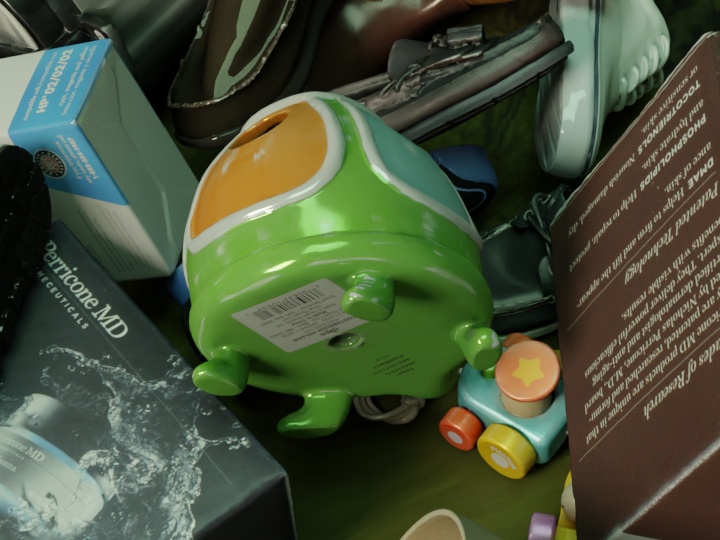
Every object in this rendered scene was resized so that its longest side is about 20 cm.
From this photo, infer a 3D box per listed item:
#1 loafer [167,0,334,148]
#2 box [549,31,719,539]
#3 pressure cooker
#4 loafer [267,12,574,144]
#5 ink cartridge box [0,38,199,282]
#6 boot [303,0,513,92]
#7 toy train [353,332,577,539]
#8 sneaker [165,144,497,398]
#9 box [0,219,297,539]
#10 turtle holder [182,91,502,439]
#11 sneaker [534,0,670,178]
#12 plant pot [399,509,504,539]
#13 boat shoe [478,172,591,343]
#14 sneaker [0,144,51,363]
[{"bbox_3d":[-0.060,-0.153,0.982,0.073,0.071,0.200,-1,51,34],"label":"loafer"},{"bbox_3d":[0.202,0.029,0.828,0.166,0.164,0.200,13,52,-20],"label":"box"},{"bbox_3d":[-0.181,-0.162,1.013,0.179,0.176,0.200,43,64,-3],"label":"pressure cooker"},{"bbox_3d":[0.016,-0.095,0.956,0.200,0.072,0.063,-27,94,19],"label":"loafer"},{"bbox_3d":[-0.201,-0.046,0.939,0.199,0.115,0.068,-7,45,23],"label":"ink cartridge box"},{"bbox_3d":[0.059,-0.153,1.021,0.200,0.069,0.188,-2,38,32],"label":"boot"},{"bbox_3d":[0.069,0.110,0.874,0.150,0.056,0.200,-13,55,-6],"label":"toy train"},{"bbox_3d":[-0.003,0.001,0.956,0.200,0.070,0.078,-25,73,-16],"label":"sneaker"},{"bbox_3d":[-0.165,0.115,0.848,0.200,0.118,0.197,-34,59,-21],"label":"box"},{"bbox_3d":[0.003,-0.006,0.839,0.185,0.141,0.132,9,57,-30],"label":"turtle holder"},{"bbox_3d":[0.143,-0.125,1.013,0.071,0.073,0.200,13,46,0],"label":"sneaker"},{"bbox_3d":[0.057,0.217,0.733,0.134,0.200,0.201,24,56,-10],"label":"plant pot"},{"bbox_3d":[0.121,-0.020,0.957,0.199,0.066,0.075,-16,56,-7],"label":"boat shoe"},{"bbox_3d":[-0.216,0.029,0.811,0.087,0.076,0.200,-1,47,22],"label":"sneaker"}]
